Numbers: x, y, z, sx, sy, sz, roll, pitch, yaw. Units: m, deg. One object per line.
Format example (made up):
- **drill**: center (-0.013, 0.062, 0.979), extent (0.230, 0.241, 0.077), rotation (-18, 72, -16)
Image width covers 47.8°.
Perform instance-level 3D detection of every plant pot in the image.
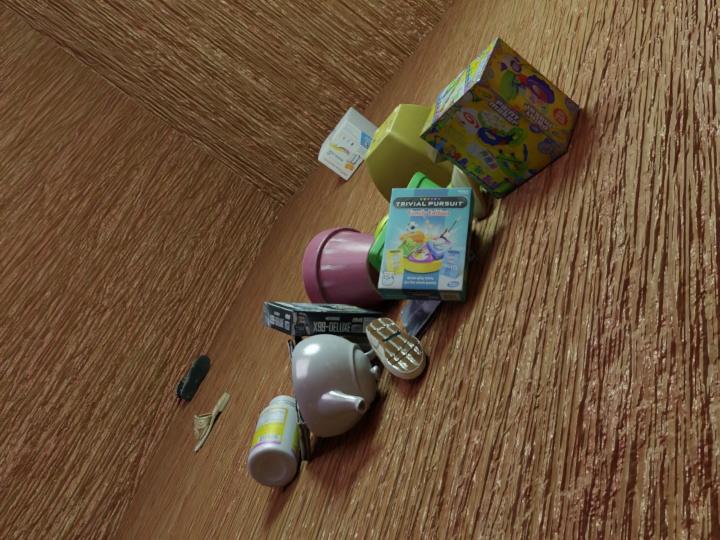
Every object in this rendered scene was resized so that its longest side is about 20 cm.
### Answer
- **plant pot**: center (0.126, -0.269, 1.903), extent (0.194, 0.199, 0.197), rotation (-42, 18, 44)
- **plant pot**: center (0.000, 0.000, 1.774), extent (0.177, 0.200, 0.202), rotation (-8, 47, 47)

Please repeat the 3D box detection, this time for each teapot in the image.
- **teapot**: center (-0.032, 0.202, 1.497), extent (0.143, 0.198, 0.203), rotation (-15, 61, 10)

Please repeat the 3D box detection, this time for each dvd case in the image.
- **dvd case**: center (0.145, 0.032, 1.533), extent (0.201, 0.016, 0.149), rotation (-54, 13, 12)

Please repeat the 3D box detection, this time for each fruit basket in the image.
- **fruit basket**: center (0.086, -0.073, 1.580), extent (0.212, 0.156, 0.219), rotation (-16, 53, 23)

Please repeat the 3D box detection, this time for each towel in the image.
- **towel**: center (-0.121, 0.251, 1.601), extent (0.201, 0.034, 0.195), rotation (93, 171, -55)

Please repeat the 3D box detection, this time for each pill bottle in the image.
- **pill bottle**: center (-0.174, 0.354, 1.722), extent (0.105, 0.104, 0.201), rotation (-50, 14, 23)

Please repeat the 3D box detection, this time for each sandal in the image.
- **sandal**: center (-0.516, 0.489, 2.690), extent (0.214, 0.069, 0.077), rotation (-59, 14, -11)

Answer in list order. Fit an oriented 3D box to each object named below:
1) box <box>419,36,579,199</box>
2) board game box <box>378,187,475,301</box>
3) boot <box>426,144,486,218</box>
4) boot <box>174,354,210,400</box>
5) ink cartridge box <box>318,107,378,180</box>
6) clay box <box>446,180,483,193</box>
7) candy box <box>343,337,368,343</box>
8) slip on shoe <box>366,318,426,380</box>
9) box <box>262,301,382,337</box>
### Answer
- **box**: center (0.249, -0.267, 1.463), extent (0.192, 0.199, 0.123), rotation (-36, 23, 53)
- **board game box**: center (0.119, -0.048, 1.436), extent (0.047, 0.148, 0.204), rotation (60, -145, -59)
- **boot**: center (0.236, -0.203, 1.610), extent (0.142, 0.203, 0.071), rotation (-20, -28, -25)
- **boot**: center (-0.723, 0.457, 3.469), extent (0.153, 0.073, 0.206), rotation (-18, 44, 62)
- **ink cartridge box**: center (-0.044, -0.482, 3.105), extent (0.200, 0.146, 0.146), rotation (-49, 15, 28)
- **clay box**: center (0.172, -0.106, 1.687), extent (0.201, 0.047, 0.115), rotation (-54, 14, 14)
- **candy box**: center (-0.052, 0.202, 1.750), extent (0.202, 0.056, 0.116), rotation (-62, 15, -15)
- **slip on shoe**: center (0.066, 0.152, 1.456), extent (0.075, 0.061, 0.200), rotation (-25, 26, -14)
- **box**: center (-0.077, 0.097, 1.620), extent (0.157, 0.197, 0.051), rotation (11, 96, 63)
